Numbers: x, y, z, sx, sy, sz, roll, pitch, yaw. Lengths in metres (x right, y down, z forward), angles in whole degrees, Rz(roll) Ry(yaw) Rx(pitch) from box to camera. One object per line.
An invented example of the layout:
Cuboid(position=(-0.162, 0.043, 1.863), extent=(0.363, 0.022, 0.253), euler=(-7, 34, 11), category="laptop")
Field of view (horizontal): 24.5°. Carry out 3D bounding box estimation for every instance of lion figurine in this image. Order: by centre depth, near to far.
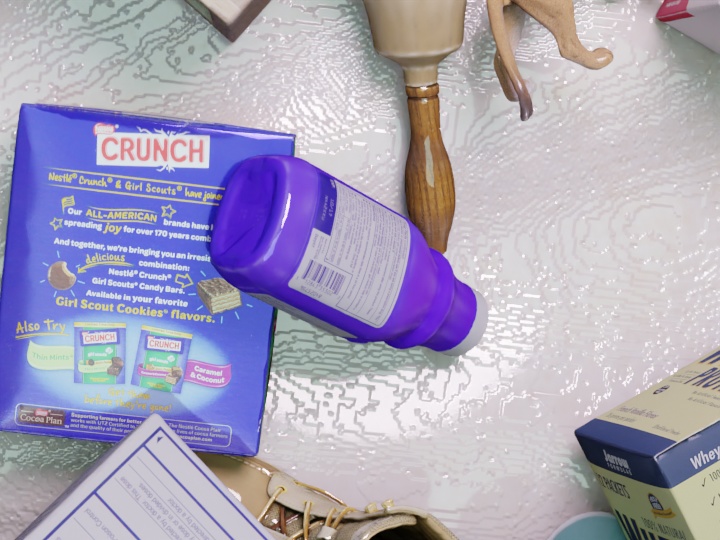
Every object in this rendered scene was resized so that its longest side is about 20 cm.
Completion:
Cuboid(position=(0.126, -0.195, 1.006), extent=(0.200, 0.072, 0.123), euler=(-53, 127, -32), category="lion figurine")

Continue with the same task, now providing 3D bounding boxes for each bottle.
Cuboid(position=(0.000, 0.000, 1.000), extent=(0.200, 0.065, 0.084), euler=(26, 73, -43), category="bottle")

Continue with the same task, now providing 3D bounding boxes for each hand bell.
Cuboid(position=(0.038, -0.106, 1.040), extent=(0.104, 0.104, 0.200), euler=(-5, 108, -4), category="hand bell")

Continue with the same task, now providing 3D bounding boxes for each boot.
Cuboid(position=(-0.028, 0.160, 1.007), extent=(0.200, 0.155, 0.073), euler=(35, 70, -9), category="boot")

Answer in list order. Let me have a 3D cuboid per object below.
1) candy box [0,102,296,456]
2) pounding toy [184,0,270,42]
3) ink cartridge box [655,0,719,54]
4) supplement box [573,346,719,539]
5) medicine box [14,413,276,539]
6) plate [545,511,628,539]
Cuboid(position=(-0.133, 0.003, 1.028), extent=(0.169, 0.077, 0.200), euler=(7, 96, -5), category="candy box")
Cuboid(position=(-0.076, -0.230, 0.945), extent=(0.184, 0.200, 0.142), euler=(41, 91, -6), category="pounding toy")
Cuboid(position=(0.277, -0.226, 1.005), extent=(0.084, 0.145, 0.200), euler=(28, 93, -7), category="ink cartridge box")
Cuboid(position=(0.279, 0.146, 1.034), extent=(0.200, 0.134, 0.200), euler=(-28, 97, -11), category="supplement box")
Cuboid(position=(-0.133, 0.219, 0.935), extent=(0.182, 0.103, 0.200), euler=(47, 55, -3), category="medicine box")
Cuboid(position=(0.153, 0.253, 1.047), extent=(0.026, 0.200, 0.200), euler=(-17, 99, 39), category="plate")
